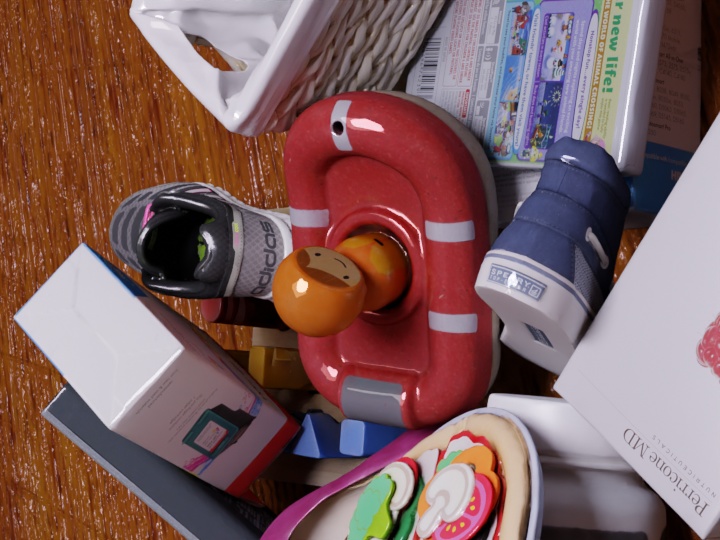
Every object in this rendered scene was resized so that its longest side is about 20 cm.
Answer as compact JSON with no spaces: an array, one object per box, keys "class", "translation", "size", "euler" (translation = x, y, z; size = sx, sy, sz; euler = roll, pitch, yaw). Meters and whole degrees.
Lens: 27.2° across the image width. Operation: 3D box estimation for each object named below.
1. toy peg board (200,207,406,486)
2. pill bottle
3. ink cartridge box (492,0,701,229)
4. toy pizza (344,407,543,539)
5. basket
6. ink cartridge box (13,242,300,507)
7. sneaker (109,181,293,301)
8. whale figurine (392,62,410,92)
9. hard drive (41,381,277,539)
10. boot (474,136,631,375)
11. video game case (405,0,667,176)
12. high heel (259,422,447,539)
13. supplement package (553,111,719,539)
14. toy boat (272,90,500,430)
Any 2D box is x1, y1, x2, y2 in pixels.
[{"class":"toy peg board","translation":[-0.037,0.048,1.017],"size":[0.200,0.098,0.200],"euler":[-2,82,48]},{"class":"pill bottle","translation":[0.110,0.172,0.823],"size":[0.113,0.113,0.201],"euler":[2,85,48]},{"class":"ink cartridge box","translation":[0.136,-0.126,0.872],"size":[0.116,0.067,0.201],"euler":[-4,82,49]},{"class":"toy pizza","translation":[0.024,0.158,0.773],"size":[0.200,0.032,0.200],"euler":[-51,21,27]},{"class":"basket","translation":[-0.023,-0.191,0.878],"size":[0.136,0.123,0.200],"euler":[49,120,33]},{"class":"ink cartridge box","translation":[-0.119,0.074,0.964],"size":[0.067,0.200,0.116],"euler":[-48,57,-1]},{"class":"sneaker","translation":[-0.120,-0.022,0.980],"size":[0.200,0.087,0.074],"euler":[15,96,48]},{"class":"whale figurine","translation":[0.018,-0.171,1.006],"size":[0.159,0.104,0.200],"euler":[-34,83,30]},{"class":"hard drive","translation":[-0.119,0.141,0.998],"size":[0.033,0.200,0.140],"euler":[-49,3,-1]},{"class":"boot","translation":[0.120,0.003,0.810],"size":[0.073,0.200,0.091],"euler":[25,81,18]},{"class":"video game case","translation":[0.100,-0.157,0.850],"size":[0.182,0.022,0.201],"euler":[8,90,50]},{"class":"high heel","translation":[0.000,0.156,0.893],"size":[0.067,0.200,0.096],"euler":[55,173,1]},{"class":"supplement package","translation":[0.212,0.017,0.726],"size":[0.121,0.120,0.200],"euler":[46,118,39]},{"class":"toy boat","translation":[0.000,0.000,0.844],"size":[0.130,0.131,0.201],"euler":[5,105,34]}]
